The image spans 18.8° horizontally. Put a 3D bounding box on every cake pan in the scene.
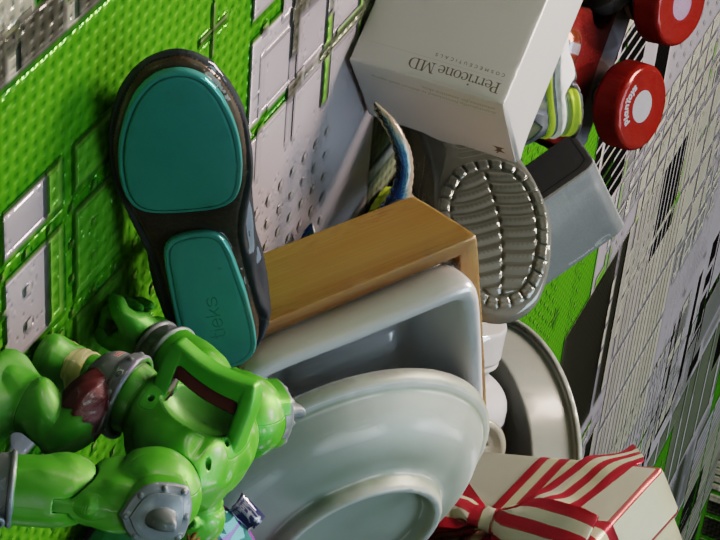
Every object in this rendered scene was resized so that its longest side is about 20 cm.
[{"bbox_3d":[0.085,0.132,1.587,0.037,0.200,0.202,0,112,-34],"label":"cake pan"}]

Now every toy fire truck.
[{"bbox_3d":[0.155,-0.187,1.604,0.168,0.112,0.201,18,92,-52],"label":"toy fire truck"}]

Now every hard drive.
[{"bbox_3d":[0.128,-0.028,1.667,0.139,0.033,0.200,-36,163,4],"label":"hard drive"}]

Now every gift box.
[{"bbox_3d":[0.107,0.210,1.362,0.200,0.184,0.188,-45,121,-40],"label":"gift box"}]

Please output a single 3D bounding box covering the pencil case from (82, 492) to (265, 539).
[{"bbox_3d":[-0.125,0.202,1.110,0.085,0.092,0.201,-20,-144,56],"label":"pencil case"}]

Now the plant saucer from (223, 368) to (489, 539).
[{"bbox_3d":[-0.010,0.135,1.232,0.199,0.050,0.201,-20,148,-13],"label":"plant saucer"}]

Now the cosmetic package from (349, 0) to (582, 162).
[{"bbox_3d":[0.082,-0.183,1.346,0.085,0.107,0.201,67,42,-66],"label":"cosmetic package"}]

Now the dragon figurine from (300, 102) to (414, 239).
[{"bbox_3d":[0.000,0.000,1.314,0.099,0.059,0.201,-23,140,-13],"label":"dragon figurine"}]

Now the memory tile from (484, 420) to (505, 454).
[{"bbox_3d":[0.024,0.197,1.469,0.199,0.017,0.154,-29,122,-14],"label":"memory tile"}]

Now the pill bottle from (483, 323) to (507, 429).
[{"bbox_3d":[0.040,0.122,1.521,0.111,0.111,0.201,-31,137,-65],"label":"pill bottle"}]

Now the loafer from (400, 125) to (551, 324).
[{"bbox_3d":[0.069,-0.047,1.388,0.070,0.075,0.201,106,-24,-57],"label":"loafer"}]

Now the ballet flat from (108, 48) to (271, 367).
[{"bbox_3d":[-0.082,-0.041,1.055,0.201,0.073,0.073,83,30,-43],"label":"ballet flat"}]

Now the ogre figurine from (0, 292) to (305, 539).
[{"bbox_3d":[-0.106,0.071,0.981,0.200,0.119,0.099,2,106,-72],"label":"ogre figurine"}]

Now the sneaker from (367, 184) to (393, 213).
[{"bbox_3d":[0.050,-0.022,1.451,0.074,0.083,0.200,93,23,-43],"label":"sneaker"}]

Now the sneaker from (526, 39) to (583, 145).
[{"bbox_3d":[0.097,-0.158,1.475,0.081,0.074,0.201,-26,128,-11],"label":"sneaker"}]

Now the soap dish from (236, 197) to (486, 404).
[{"bbox_3d":[-0.008,0.054,1.242,0.156,0.081,0.200,-22,146,-10],"label":"soap dish"}]
